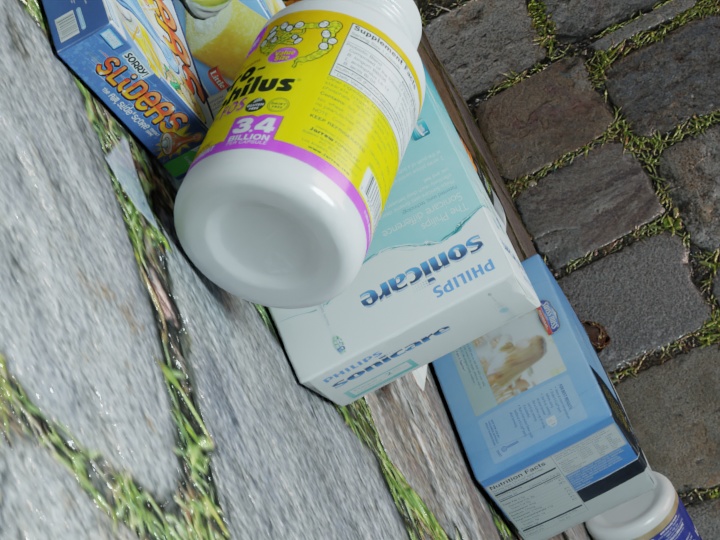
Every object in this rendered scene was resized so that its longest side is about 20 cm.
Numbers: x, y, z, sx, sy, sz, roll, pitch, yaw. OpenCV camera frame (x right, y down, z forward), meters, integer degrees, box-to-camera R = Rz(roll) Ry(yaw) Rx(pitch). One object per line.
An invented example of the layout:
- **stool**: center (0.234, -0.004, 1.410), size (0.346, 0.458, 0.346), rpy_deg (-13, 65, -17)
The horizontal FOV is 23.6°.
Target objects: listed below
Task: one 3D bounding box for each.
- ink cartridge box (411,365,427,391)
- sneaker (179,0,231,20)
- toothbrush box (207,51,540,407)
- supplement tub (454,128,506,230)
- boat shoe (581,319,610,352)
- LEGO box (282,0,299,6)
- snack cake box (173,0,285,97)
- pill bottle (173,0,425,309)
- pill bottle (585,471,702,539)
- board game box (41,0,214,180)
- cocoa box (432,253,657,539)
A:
- **ink cartridge box**: center (0.000, 0.000, 1.308), size (0.163, 0.057, 0.200), rpy_deg (61, 17, -11)
- **sneaker**: center (-0.063, -0.223, 1.097), size (0.078, 0.090, 0.200), rpy_deg (63, 31, -14)
- **toothbrush box**: center (0.001, -0.039, 1.071), size (0.200, 0.146, 0.085), rpy_deg (65, 9, 22)
- **supplement tub**: center (0.039, -0.076, 1.485), size (0.200, 0.122, 0.123), rpy_deg (53, 13, -49)
- **boat shoe**: center (0.474, 0.133, 3.564), size (0.070, 0.070, 0.200), rpy_deg (65, 10, 13)
- **LEGO box**: center (-0.051, -0.286, 1.370), size (0.149, 0.077, 0.200), rpy_deg (16, 65, -45)
- **snack cake box**: center (-0.111, -0.210, 1.204), size (0.200, 0.067, 0.115), rpy_deg (59, 10, -19)
- **pill bottle**: center (-0.025, -0.081, 0.955), size (0.104, 0.104, 0.200), rpy_deg (57, 36, -32)
- **pill bottle**: center (0.362, 0.350, 2.089), size (0.200, 0.116, 0.116), rpy_deg (59, 9, -25)
- **board game box**: center (-0.144, -0.164, 0.973), size (0.135, 0.034, 0.200), rpy_deg (50, 16, -55)
- **cocoa box**: center (0.154, 0.114, 1.532), size (0.131, 0.133, 0.200), rpy_deg (52, 13, -46)
